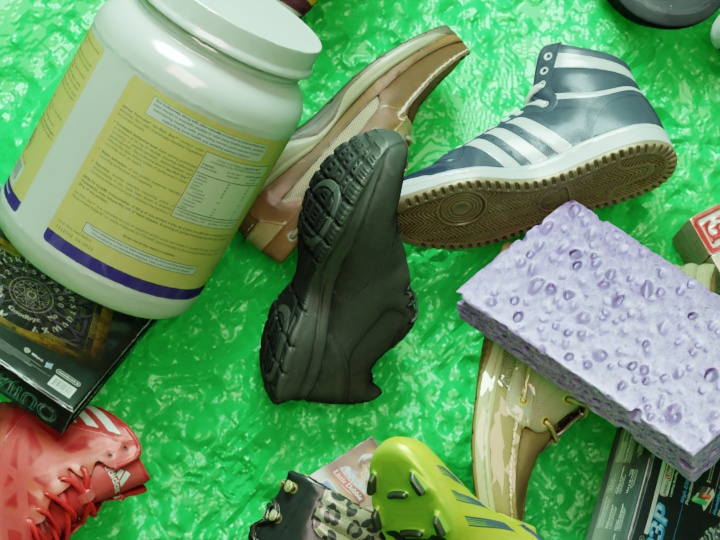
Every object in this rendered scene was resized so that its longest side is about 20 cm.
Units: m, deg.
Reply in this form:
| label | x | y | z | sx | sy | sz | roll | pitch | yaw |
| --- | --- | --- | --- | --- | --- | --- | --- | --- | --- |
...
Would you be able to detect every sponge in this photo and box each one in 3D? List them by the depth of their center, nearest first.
| label | x | y | z | sx | sy | sz | roll | pitch | yaw |
| --- | --- | --- | --- | --- | --- | --- | --- | --- | --- |
| sponge | 0.170 | 0.040 | 1.579 | 0.200 | 0.030 | 0.112 | 35 | 61 | 30 |

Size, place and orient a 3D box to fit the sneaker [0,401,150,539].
| label | x | y | z | sx | sy | sz | roll | pitch | yaw |
| --- | --- | --- | --- | --- | --- | --- | --- | --- | --- |
| sneaker | -0.188 | 0.143 | 1.548 | 0.115 | 0.078 | 0.200 | -6 | 40 | -5 |

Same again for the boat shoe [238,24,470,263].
| label | x | y | z | sx | sy | sz | roll | pitch | yaw |
| --- | --- | --- | --- | --- | --- | --- | --- | --- | --- |
| boat shoe | -0.003 | -0.082 | 1.673 | 0.200 | 0.076 | 0.074 | -40 | 89 | -5 |

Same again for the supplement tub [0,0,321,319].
| label | x | y | z | sx | sy | sz | roll | pitch | yaw |
| --- | --- | --- | --- | --- | --- | --- | --- | --- | --- |
| supplement tub | -0.126 | -0.086 | 1.577 | 0.145 | 0.145 | 0.200 | 32 | 106 | 2 |

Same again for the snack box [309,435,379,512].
| label | x | y | z | sx | sy | sz | roll | pitch | yaw |
| --- | --- | --- | --- | --- | --- | --- | --- | --- | --- |
| snack box | 0.032 | 0.211 | 1.625 | 0.072 | 0.024 | 0.200 | -32 | 82 | -11 |

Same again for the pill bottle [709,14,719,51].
| label | x | y | z | sx | sy | sz | roll | pitch | yaw |
| --- | --- | --- | --- | --- | --- | --- | --- | --- | --- |
| pill bottle | 0.347 | -0.146 | 1.698 | 0.200 | 0.112 | 0.112 | 36 | 76 | 3 |

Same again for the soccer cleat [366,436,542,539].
| label | x | y | z | sx | sy | sz | roll | pitch | yaw |
| --- | --- | --- | --- | --- | --- | --- | --- | --- | --- |
| soccer cleat | 0.073 | 0.174 | 1.573 | 0.200 | 0.065 | 0.084 | 55 | 50 | -20 |

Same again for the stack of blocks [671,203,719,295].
| label | x | y | z | sx | sy | sz | roll | pitch | yaw |
| --- | --- | --- | --- | --- | --- | --- | --- | --- | --- |
| stack of blocks | 0.312 | 0.033 | 1.679 | 0.115 | 0.059 | 0.200 | -27 | 81 | -11 |

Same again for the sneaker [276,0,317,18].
| label | x | y | z | sx | sy | sz | roll | pitch | yaw |
| --- | --- | --- | --- | --- | --- | --- | --- | --- | --- |
| sneaker | -0.077 | -0.164 | 1.688 | 0.200 | 0.075 | 0.090 | -22 | 101 | -14 |

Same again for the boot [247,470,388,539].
| label | x | y | z | sx | sy | sz | roll | pitch | yaw |
| --- | --- | --- | --- | --- | --- | --- | --- | --- | --- |
| boot | -0.086 | 0.189 | 1.581 | 0.203 | 0.073 | 0.154 | 27 | 88 | -6 |

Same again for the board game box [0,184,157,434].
| label | x | y | z | sx | sy | sz | roll | pitch | yaw |
| --- | --- | --- | --- | --- | --- | --- | --- | --- | --- |
| board game box | -0.239 | 0.006 | 1.612 | 0.200 | 0.028 | 0.135 | 34 | 42 | 3 |

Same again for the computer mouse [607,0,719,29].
| label | x | y | z | sx | sy | sz | roll | pitch | yaw |
| --- | --- | --- | --- | --- | --- | --- | --- | --- | --- |
| computer mouse | 0.189 | -0.245 | 1.741 | 0.138 | 0.053 | 0.200 | -21 | 69 | -11 |

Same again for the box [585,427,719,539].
| label | x | y | z | sx | sy | sz | roll | pitch | yaw |
| --- | --- | --- | --- | --- | --- | --- | --- | --- | --- |
| box | 0.212 | 0.209 | 1.593 | 0.159 | 0.046 | 0.200 | 21 | 79 | -29 |

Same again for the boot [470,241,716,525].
| label | x | y | z | sx | sy | sz | roll | pitch | yaw |
| --- | --- | --- | --- | --- | --- | --- | --- | --- | --- |
| boot | 0.156 | 0.083 | 1.632 | 0.155 | 0.073 | 0.200 | 5 | 70 | 10 |

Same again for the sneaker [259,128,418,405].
| label | x | y | z | sx | sy | sz | roll | pitch | yaw |
| --- | --- | --- | --- | --- | --- | --- | --- | --- | --- |
| sneaker | 0.000 | 0.000 | 1.621 | 0.091 | 0.076 | 0.200 | 11 | 117 | -20 |

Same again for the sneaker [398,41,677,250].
| label | x | y | z | sx | sy | sz | roll | pitch | yaw |
| --- | --- | --- | --- | --- | --- | --- | --- | --- | --- |
| sneaker | 0.102 | -0.085 | 1.671 | 0.200 | 0.070 | 0.109 | -14 | 53 | -2 |
